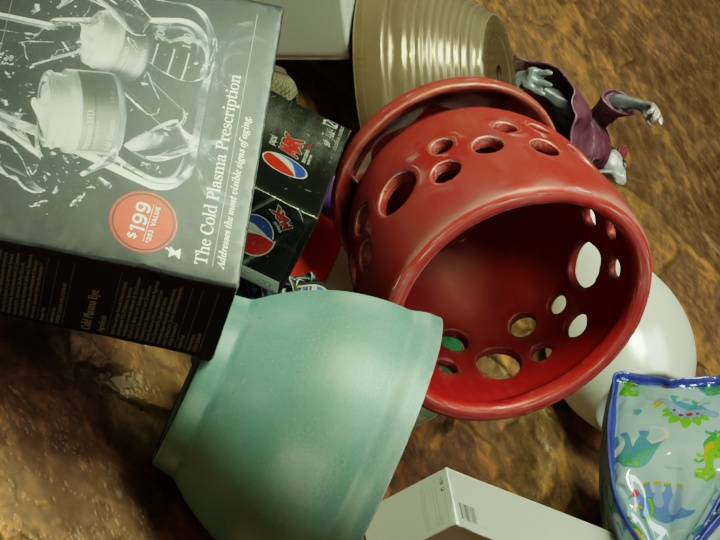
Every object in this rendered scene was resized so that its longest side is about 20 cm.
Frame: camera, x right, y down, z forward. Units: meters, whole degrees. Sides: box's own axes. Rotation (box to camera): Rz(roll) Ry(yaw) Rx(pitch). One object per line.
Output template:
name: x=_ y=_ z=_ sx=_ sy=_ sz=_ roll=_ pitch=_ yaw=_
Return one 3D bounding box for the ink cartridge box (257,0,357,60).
ink cartridge box: x=-0.036 y=-0.278 z=1.804 sx=0.200 sy=0.083 sz=0.147 roll=-73 pitch=160 yaw=-51

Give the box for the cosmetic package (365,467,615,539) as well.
cosmetic package: x=0.098 y=0.200 z=1.652 sx=0.200 sy=0.082 sz=0.051 roll=26 pitch=42 yaw=-44

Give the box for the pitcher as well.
pitcher: x=0.218 y=0.053 z=1.936 sx=0.172 sy=0.121 sz=0.200 roll=51 pitch=17 yaw=-44

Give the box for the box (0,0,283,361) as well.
box: x=-0.154 y=-0.070 z=1.377 sx=0.182 sy=0.104 sz=0.200 roll=11 pitch=61 yaw=-7

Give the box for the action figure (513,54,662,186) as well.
action figure: x=0.184 y=-0.109 z=2.060 sx=0.149 sy=0.134 sz=0.200 roll=24 pitch=4 yaw=24

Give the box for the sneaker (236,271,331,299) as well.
sneaker: x=-0.066 y=0.022 z=1.557 sx=0.200 sy=0.089 sz=0.079 roll=36 pitch=37 yaw=-32

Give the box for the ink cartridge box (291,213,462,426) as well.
ink cartridge box: x=0.000 y=0.000 z=1.715 sx=0.200 sy=0.050 sz=0.161 roll=51 pitch=32 yaw=-19

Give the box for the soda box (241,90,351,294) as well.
soda box: x=-0.060 y=-0.057 z=1.568 sx=0.071 sy=0.063 sz=0.200 roll=26 pitch=20 yaw=-4

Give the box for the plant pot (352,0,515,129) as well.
plant pot: x=0.067 y=-0.150 z=1.822 sx=0.201 sy=0.092 sz=0.201 roll=-5 pitch=90 yaw=-72

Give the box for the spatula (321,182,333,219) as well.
spatula: x=-0.068 y=-0.045 z=1.660 sx=0.200 sy=0.021 sz=0.057 roll=-15 pitch=59 yaw=-48

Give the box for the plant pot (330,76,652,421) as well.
plant pot: x=0.079 y=-0.024 z=1.618 sx=0.200 sy=0.200 sz=0.183 roll=31 pitch=19 yaw=-39

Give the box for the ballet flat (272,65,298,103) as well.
ballet flat: x=-0.104 y=-0.126 z=1.657 sx=0.200 sy=0.067 sz=0.046 roll=7 pitch=54 yaw=-61

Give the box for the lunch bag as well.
lunch bag: x=0.243 y=0.203 z=1.762 sx=0.200 sy=0.127 sz=0.170 roll=-77 pitch=164 yaw=-45

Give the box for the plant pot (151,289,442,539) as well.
plant pot: x=-0.049 y=0.094 z=1.449 sx=0.134 sy=0.200 sz=0.200 roll=25 pitch=38 yaw=-5
